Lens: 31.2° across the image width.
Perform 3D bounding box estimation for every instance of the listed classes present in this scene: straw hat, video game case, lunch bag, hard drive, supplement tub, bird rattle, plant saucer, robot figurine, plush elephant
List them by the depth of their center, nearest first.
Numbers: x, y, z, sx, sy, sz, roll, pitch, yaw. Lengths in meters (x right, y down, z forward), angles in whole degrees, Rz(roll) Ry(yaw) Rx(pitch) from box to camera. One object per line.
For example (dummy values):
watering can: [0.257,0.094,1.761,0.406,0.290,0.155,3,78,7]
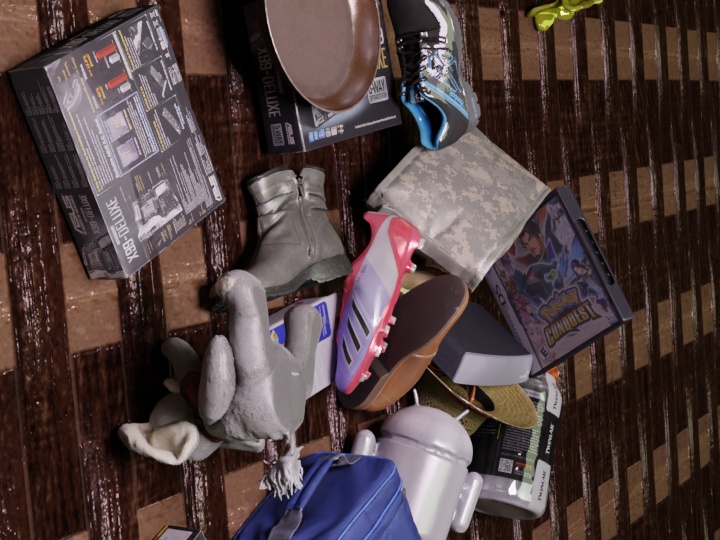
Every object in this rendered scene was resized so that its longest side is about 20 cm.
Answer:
plush elephant: [-0.130,0.114,1.194,0.165,0.154,0.201,19,65,-65]
plant saucer: [-0.046,-0.259,1.310,0.200,0.032,0.201,6,83,-56]
lunch bag: [-0.029,0.273,1.339,0.200,0.135,0.133,-48,128,-47]
robot figurine: [0.060,0.242,1.483,0.169,0.113,0.201,25,78,-21]
lunch bag: [0.107,-0.072,1.525,0.164,0.118,0.200,40,41,4]
straw hat: [0.115,0.159,1.599,0.085,0.201,0.201,-55,150,17]
hard drive: [0.133,0.086,1.604,0.042,0.135,0.200,-54,152,18]
video game case: [0.237,0.017,1.617,0.025,0.200,0.181,-16,74,-33]
supplement tub: [0.198,0.218,1.703,0.122,0.122,0.201,38,59,-50]
bird rattle: [0.287,-0.465,1.888,0.163,0.112,0.201,21,68,-38]

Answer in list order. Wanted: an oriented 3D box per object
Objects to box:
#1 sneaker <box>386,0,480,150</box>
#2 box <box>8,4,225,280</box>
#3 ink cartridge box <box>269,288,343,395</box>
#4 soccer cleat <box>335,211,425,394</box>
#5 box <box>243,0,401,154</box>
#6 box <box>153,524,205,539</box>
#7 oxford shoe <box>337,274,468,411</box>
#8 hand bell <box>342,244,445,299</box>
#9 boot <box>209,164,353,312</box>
sneaker: [0.076,-0.232,1.458,0.082,0.073,0.201,-44,118,-41]
box: [-0.210,-0.115,1.152,0.158,0.050,0.201,-46,126,-47]
ink cartridge box: [-0.075,0.091,1.367,0.200,0.037,0.095,-26,111,-52]
soccer cleat: [0.005,0.034,1.408,0.067,0.076,0.201,-4,117,-83]
box: [-0.037,-0.221,1.405,0.200,0.050,0.159,-23,107,-55]
box: [-0.175,0.366,1.195,0.160,0.049,0.201,-48,128,-49]
oxford shoe: [0.059,0.082,1.455,0.071,0.200,0.071,20,31,-43]
hand bell: [0.000,0.000,1.463,0.200,0.104,0.105,33,61,-37]
boot: [-0.097,-0.036,1.328,0.200,0.068,0.131,-19,90,-49]
